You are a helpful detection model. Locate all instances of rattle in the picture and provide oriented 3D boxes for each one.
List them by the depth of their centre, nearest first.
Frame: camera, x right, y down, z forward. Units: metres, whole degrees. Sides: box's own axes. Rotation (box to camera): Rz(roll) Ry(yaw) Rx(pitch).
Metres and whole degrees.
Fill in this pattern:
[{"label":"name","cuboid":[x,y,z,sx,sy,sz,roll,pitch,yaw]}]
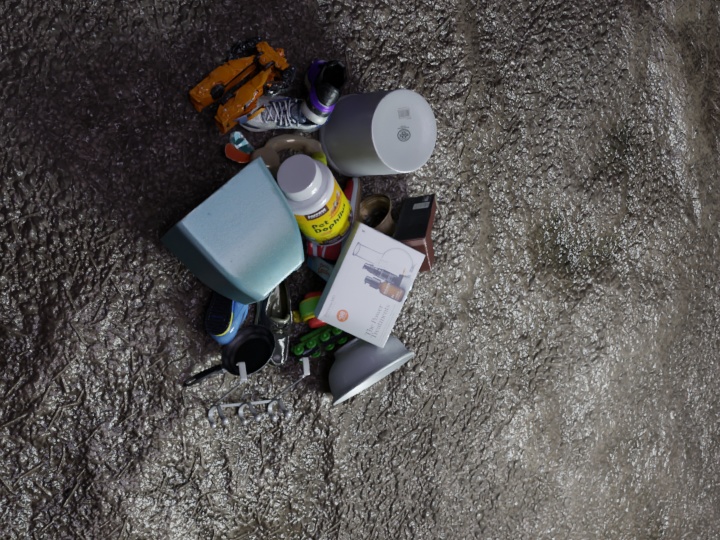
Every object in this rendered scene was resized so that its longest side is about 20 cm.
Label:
[{"label":"rattle","cuboid":[-0.172,-0.194,1.636,0.196,0.143,0.132,-6,66,-16]}]

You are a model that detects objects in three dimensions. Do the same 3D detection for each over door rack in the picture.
[{"label":"over door rack","cuboid":[-0.195,0.244,1.578,0.146,0.201,0.067,-1,55,-32]}]

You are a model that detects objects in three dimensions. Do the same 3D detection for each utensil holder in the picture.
[{"label":"utensil holder","cuboid":[0.034,-0.273,1.657,0.167,0.199,0.174,-4,98,-31]}]

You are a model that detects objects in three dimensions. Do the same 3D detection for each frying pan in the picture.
[{"label":"frying pan","cuboid":[-0.239,0.184,1.591,0.190,0.114,0.031,-48,141,-17]}]

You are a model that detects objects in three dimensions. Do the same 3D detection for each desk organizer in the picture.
[{"label":"desk organizer","cuboid":[0.121,-0.079,1.737,0.201,0.070,0.078,-71,149,-57]}]

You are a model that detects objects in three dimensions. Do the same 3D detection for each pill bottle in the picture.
[{"label":"pill bottle","cuboid":[-0.087,-0.132,1.541,0.110,0.108,0.200,-60,155,-12]}]

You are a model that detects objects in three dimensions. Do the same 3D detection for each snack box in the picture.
[{"label":"snack box","cuboid":[0.000,0.000,1.710,0.197,0.116,0.038,4,107,-32]}]

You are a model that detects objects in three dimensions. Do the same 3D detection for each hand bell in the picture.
[{"label":"hand bell","cuboid":[0.069,-0.060,1.781,0.105,0.103,0.200,-53,130,-16]}]

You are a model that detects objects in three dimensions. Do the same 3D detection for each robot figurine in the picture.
[{"label":"robot figurine","cuboid":[-0.216,-0.352,1.552,0.145,0.058,0.200,43,68,13]}]

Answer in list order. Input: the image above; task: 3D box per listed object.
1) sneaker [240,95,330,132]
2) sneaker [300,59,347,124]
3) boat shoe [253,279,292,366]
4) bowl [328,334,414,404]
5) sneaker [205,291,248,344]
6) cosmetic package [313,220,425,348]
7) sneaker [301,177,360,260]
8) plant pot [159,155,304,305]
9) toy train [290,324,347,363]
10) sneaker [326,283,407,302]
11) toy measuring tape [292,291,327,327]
[{"label":"sneaker","cuboid":[-0.146,-0.310,1.607,0.197,0.085,0.079,-6,98,-31]},{"label":"sneaker","cuboid":[-0.060,-0.368,1.595,0.069,0.202,0.100,26,125,-19]},{"label":"boat shoe","cuboid":[-0.170,0.095,1.644,0.071,0.066,0.205,-7,99,-31]},{"label":"bowl","cuboid":[0.007,0.188,1.716,0.199,0.201,0.091,-26,77,-27]},{"label":"sneaker","cuboid":[-0.243,0.045,1.606,0.079,0.065,0.203,59,45,-65]},{"label":"cosmetic package","cuboid":[0.017,0.027,1.605,0.149,0.052,0.203,24,92,-14]},{"label":"sneaker","cuboid":[-0.059,-0.110,1.690,0.110,0.072,0.203,5,57,7]},{"label":"plant pot","cuboid":[-0.216,-0.051,1.500,0.196,0.195,0.201,-42,100,-21]},{"label":"toy train","cuboid":[-0.056,0.125,1.693,0.197,0.057,0.042,-27,132,-4]},{"label":"sneaker","cuboid":[0.006,0.064,1.759,0.197,0.070,0.092,12,103,-32]},{"label":"toy measuring tape","cuboid":[-0.056,0.068,1.656,0.074,0.197,0.074,52,27,-43]}]
